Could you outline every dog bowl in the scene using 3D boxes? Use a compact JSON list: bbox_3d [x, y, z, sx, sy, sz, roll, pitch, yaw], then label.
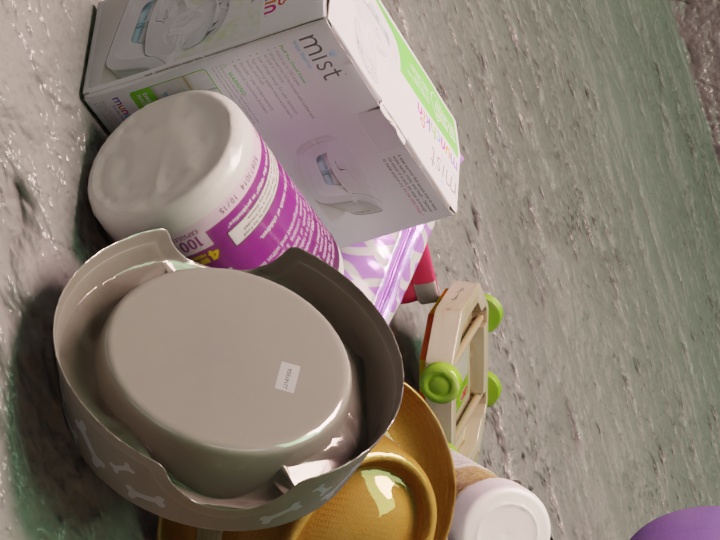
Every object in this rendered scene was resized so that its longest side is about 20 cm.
[{"bbox_3d":[-0.079,0.063,1.251,0.200,0.200,0.059,-85,-170,-46],"label":"dog bowl"}]

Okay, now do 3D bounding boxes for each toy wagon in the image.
[{"bbox_3d":[0.079,0.114,1.783,0.155,0.040,0.200,-51,144,-63],"label":"toy wagon"}]

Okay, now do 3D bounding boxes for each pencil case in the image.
[{"bbox_3d":[0.000,0.000,1.533,0.084,0.085,0.200,36,64,-35],"label":"pencil case"}]

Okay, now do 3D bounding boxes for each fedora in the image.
[{"bbox_3d":[-0.019,0.152,1.312,0.082,0.200,0.201,16,-48,64],"label":"fedora"}]

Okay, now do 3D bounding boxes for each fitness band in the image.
[{"bbox_3d":[0.030,-0.053,1.759,0.200,0.037,0.144,76,3,-67],"label":"fitness band"}]

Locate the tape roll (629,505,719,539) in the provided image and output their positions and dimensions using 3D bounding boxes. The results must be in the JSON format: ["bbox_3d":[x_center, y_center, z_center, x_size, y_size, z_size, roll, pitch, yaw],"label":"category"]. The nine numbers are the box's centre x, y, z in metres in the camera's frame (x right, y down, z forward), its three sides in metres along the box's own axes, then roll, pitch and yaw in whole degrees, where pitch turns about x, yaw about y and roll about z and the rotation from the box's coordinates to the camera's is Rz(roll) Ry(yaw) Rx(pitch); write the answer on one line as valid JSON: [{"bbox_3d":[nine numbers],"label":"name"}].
[{"bbox_3d":[0.343,0.331,2.133,0.085,0.200,0.200,-77,145,-55],"label":"tape roll"}]

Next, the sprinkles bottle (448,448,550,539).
[{"bbox_3d":[0.067,0.165,1.568,0.068,0.068,0.200,68,-14,-14],"label":"sprinkles bottle"}]

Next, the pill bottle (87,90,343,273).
[{"bbox_3d":[-0.079,-0.011,1.397,0.200,0.112,0.112,54,27,-42],"label":"pill bottle"}]

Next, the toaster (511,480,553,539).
[{"bbox_3d":[0.107,0.288,1.647,0.200,0.119,0.181,60,24,-32],"label":"toaster"}]

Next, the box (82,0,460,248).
[{"bbox_3d":[-0.054,-0.104,1.445,0.200,0.176,0.097,53,28,-42],"label":"box"}]
